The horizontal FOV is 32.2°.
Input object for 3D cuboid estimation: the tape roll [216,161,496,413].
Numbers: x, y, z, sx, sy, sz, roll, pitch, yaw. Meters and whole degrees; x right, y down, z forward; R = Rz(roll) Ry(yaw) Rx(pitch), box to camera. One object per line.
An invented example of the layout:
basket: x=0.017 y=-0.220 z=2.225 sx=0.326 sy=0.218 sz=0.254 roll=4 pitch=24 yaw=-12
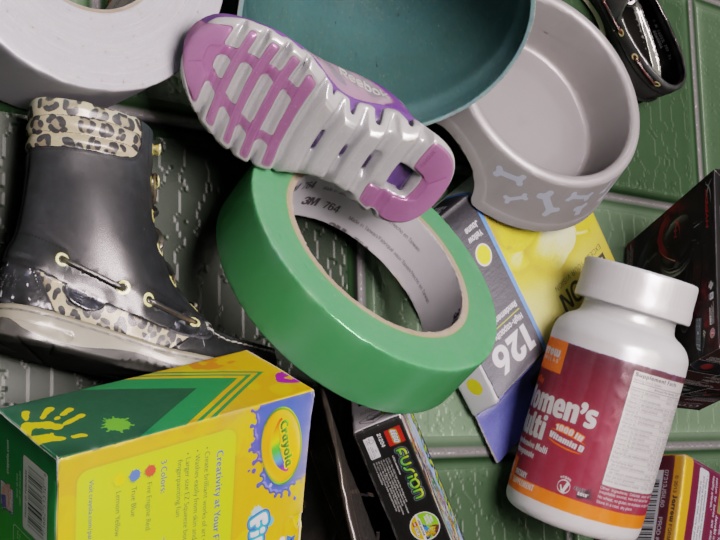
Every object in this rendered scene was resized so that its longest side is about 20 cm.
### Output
tape roll: x=0.000 y=0.000 z=0.828 sx=0.199 sy=0.048 sz=0.201 roll=29 pitch=33 yaw=-21

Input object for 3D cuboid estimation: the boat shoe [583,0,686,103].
boat shoe: x=0.238 y=-0.251 z=1.130 sx=0.073 sy=0.063 sz=0.203 roll=-30 pitch=101 yaw=-37

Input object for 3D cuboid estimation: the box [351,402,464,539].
box: x=0.045 y=0.174 z=0.864 sx=0.034 sy=0.110 sz=0.202 roll=-21 pitch=104 yaw=4

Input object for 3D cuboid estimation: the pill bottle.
pill bottle: x=0.190 y=0.098 z=0.966 sx=0.109 sy=0.109 sz=0.202 roll=15 pitch=91 yaw=-37

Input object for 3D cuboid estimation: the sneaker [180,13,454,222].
sneaker: x=-0.032 y=-0.107 z=0.812 sx=0.199 sy=0.081 sz=0.089 roll=27 pitch=25 yaw=-29

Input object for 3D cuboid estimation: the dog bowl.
dog bowl: x=0.135 y=-0.134 z=0.986 sx=0.198 sy=0.059 sz=0.202 roll=13 pitch=61 yaw=-25

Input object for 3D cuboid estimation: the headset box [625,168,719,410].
headset box: x=0.285 y=0.025 z=1.043 sx=0.074 sy=0.200 sz=0.150 roll=8 pitch=71 yaw=-9

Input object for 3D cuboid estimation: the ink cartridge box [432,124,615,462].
ink cartridge box: x=0.133 y=0.015 z=1.009 sx=0.197 sy=0.047 sz=0.201 roll=-40 pitch=106 yaw=-38

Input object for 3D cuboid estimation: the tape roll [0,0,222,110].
tape roll: x=-0.180 y=-0.201 z=0.762 sx=0.199 sy=0.066 sz=0.203 roll=7 pitch=79 yaw=-40

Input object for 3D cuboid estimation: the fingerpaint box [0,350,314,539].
fingerpaint box: x=-0.117 y=0.163 z=0.708 sx=0.166 sy=0.073 sz=0.202 roll=-12 pitch=115 yaw=-40

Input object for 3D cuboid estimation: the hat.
hat: x=-0.024 y=0.164 z=0.819 sx=0.201 sy=0.080 sz=0.203 roll=-21 pitch=90 yaw=-85

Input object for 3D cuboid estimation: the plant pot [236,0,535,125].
plant pot: x=0.011 y=-0.214 z=0.864 sx=0.199 sy=0.200 sz=0.135 roll=27 pitch=39 yaw=-34

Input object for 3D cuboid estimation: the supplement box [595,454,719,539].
supplement box: x=0.299 y=0.245 z=1.084 sx=0.199 sy=0.085 sz=0.112 roll=30 pitch=65 yaw=-33

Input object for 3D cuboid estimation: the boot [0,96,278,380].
boot: x=-0.129 y=-0.009 z=0.772 sx=0.202 sy=0.073 sz=0.156 roll=16 pitch=70 yaw=-39
